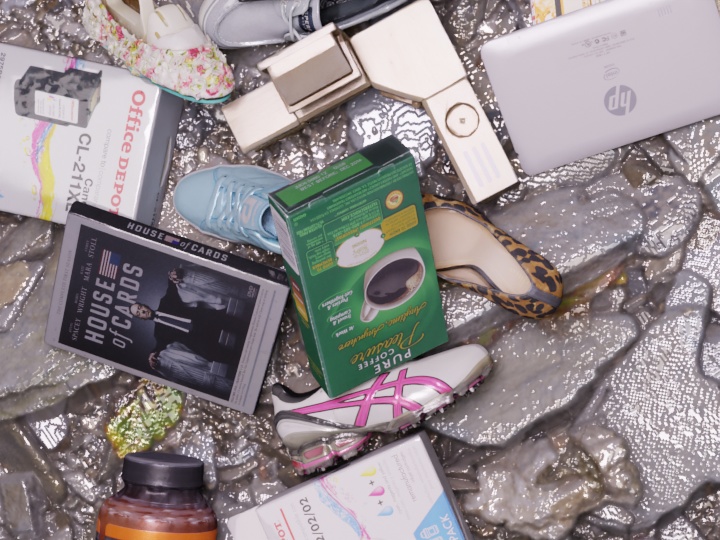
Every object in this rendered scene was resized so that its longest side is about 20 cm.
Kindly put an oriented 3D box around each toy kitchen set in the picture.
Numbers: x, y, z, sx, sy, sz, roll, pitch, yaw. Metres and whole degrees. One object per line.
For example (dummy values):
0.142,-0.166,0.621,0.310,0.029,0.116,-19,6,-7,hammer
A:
0.005,-0.110,1.513,0.199,0.163,0.181,-27,88,6,toy kitchen set

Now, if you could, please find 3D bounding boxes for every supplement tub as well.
-0.181,0.262,1.567,0.106,0.107,0.201,6,92,6,supplement tub

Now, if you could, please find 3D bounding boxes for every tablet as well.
0.214,-0.165,1.530,0.199,0.014,0.131,-17,114,12,tablet

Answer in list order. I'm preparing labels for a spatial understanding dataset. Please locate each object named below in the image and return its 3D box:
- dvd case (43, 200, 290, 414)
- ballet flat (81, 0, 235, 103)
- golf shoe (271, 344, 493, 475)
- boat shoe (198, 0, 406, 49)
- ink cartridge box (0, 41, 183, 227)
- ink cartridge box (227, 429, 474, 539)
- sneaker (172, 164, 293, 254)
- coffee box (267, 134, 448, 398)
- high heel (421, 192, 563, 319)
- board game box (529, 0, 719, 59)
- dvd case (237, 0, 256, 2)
-0.168,0.034,1.560,0.199,0.025,0.151,18,126,1,dvd case
-0.178,-0.203,1.534,0.200,0.075,0.064,32,132,40,ballet flat
0.016,0.101,1.559,0.199,0.073,0.092,-24,87,6,golf shoe
-0.041,-0.229,1.515,0.200,0.072,0.070,-20,129,5,boat shoe
-0.270,-0.118,1.584,0.199,0.083,0.147,12,92,6,ink cartridge box
-0.013,0.232,1.566,0.199,0.068,0.116,-25,88,6,ink cartridge box
-0.083,-0.054,1.548,0.199,0.082,0.074,11,87,24,sneaker
0.000,0.000,1.485,0.123,0.044,0.201,-27,130,-16,coffee box
0.080,-0.021,1.515,0.199,0.143,0.072,26,93,5,high heel
0.240,-0.265,1.543,0.199,0.046,0.152,-5,90,7,board game box
-0.006,-0.296,1.493,0.199,0.022,0.147,-5,68,6,dvd case
